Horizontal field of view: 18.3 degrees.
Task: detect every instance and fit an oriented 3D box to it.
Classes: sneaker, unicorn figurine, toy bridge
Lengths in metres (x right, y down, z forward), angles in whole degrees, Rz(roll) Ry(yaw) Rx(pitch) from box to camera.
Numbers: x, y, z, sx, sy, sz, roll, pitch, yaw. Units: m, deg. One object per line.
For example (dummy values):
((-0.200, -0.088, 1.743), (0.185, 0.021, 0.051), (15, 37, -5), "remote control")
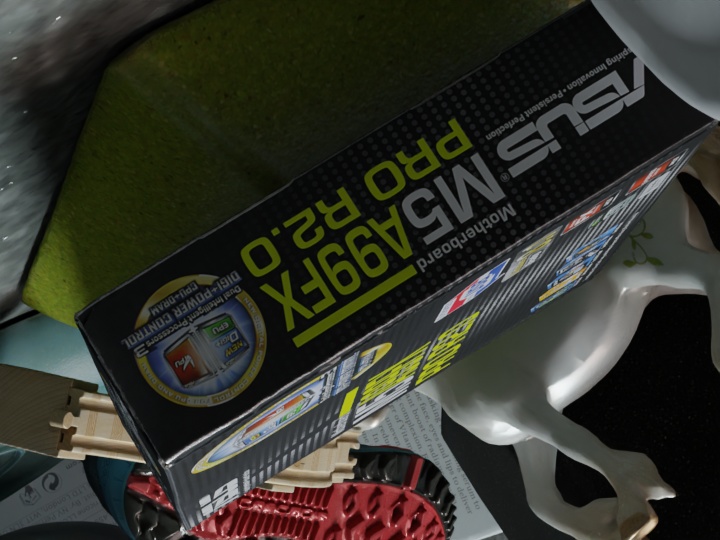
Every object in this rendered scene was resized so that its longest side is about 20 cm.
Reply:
((-0.040, 0.088, 0.962), (0.200, 0.095, 0.080), (27, 93, -44), "sneaker")
((0.066, 0.027, 0.760), (0.200, 0.137, 0.074), (-40, 158, -8), "unicorn figurine")
((-0.049, 0.060, 0.786), (0.067, 0.027, 0.200), (10, 177, 28), "toy bridge")

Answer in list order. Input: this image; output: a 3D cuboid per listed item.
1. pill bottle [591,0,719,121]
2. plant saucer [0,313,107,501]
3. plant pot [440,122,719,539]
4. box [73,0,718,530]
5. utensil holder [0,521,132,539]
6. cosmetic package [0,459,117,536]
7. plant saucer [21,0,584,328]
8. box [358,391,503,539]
((0.145, -0.122, 0.508), (0.199, 0.109, 0.109), (-30, 171, -17), "pill bottle")
((-0.155, 0.071, 0.813), (0.200, 0.027, 0.200), (-32, 172, -5), "plant saucer")
((0.139, 0.056, 0.871), (0.200, 0.177, 0.200), (-48, 168, -12), "plant pot")
((0.005, 0.006, 0.624), (0.160, 0.044, 0.200), (-32, 172, -9), "box")
((-0.142, 0.183, 0.857), (0.170, 0.170, 0.200), (-33, 168, 9), "utensil holder")
((-0.112, 0.196, 1.083), (0.123, 0.200, 0.199), (-30, 171, -13), "cosmetic package")
((0.008, -0.045, 0.659), (0.199, 0.048, 0.200), (-29, 170, -23), "plant saucer")
((0.042, 0.081, 1.169), (0.200, 0.107, 0.152), (-25, 179, 37), "box")
